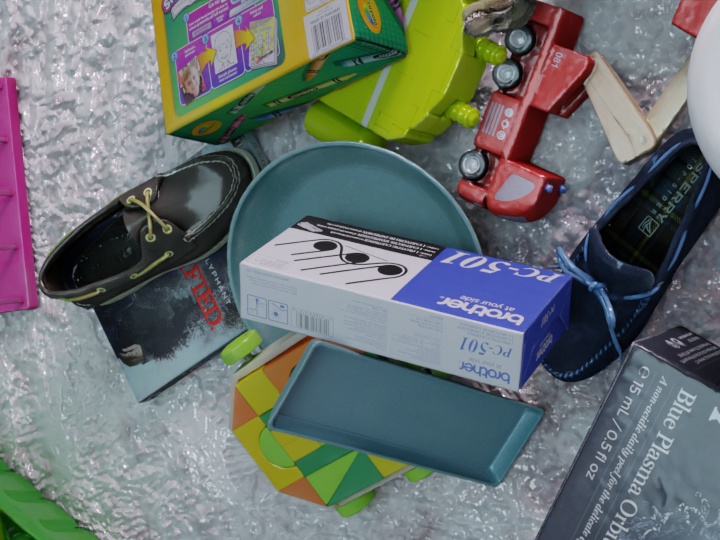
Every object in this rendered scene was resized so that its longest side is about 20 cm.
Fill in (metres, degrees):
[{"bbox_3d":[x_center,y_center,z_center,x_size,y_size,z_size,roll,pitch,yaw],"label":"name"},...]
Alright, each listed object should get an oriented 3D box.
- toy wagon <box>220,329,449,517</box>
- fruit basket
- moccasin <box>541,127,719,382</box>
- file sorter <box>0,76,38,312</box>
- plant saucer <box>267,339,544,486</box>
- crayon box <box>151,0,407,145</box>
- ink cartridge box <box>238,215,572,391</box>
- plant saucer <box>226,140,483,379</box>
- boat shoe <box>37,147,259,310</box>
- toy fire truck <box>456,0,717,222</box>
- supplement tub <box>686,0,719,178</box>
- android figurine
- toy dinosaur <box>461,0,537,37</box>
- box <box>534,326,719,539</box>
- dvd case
[{"bbox_3d":[-0.005,0.089,0.969,0.200,0.040,0.155,-32,99,31],"label":"toy wagon"},{"bbox_3d":[-0.329,0.228,1.090,0.215,0.215,0.156,32,106,23],"label":"fruit basket"},{"bbox_3d":[0.170,-0.014,0.893,0.080,0.068,0.201,35,109,22],"label":"moccasin"},{"bbox_3d":[-0.375,-0.058,1.145,0.138,0.125,0.201,-7,89,27],"label":"file sorter"},{"bbox_3d":[0.033,0.096,0.915,0.070,0.199,0.019,-60,33,17],"label":"plant saucer"},{"bbox_3d":[-0.064,-0.180,0.974,0.199,0.058,0.119,-19,73,40],"label":"crayon box"},{"bbox_3d":[0.029,0.017,0.888,0.199,0.094,0.044,14,118,24],"label":"ink cartridge box"},{"bbox_3d":[0.000,0.000,0.978,0.199,0.036,0.201,7,111,19],"label":"plant saucer"},{"bbox_3d":[-0.165,-0.030,1.048,0.201,0.060,0.072,-33,77,24],"label":"boat shoe"},{"bbox_3d":[0.159,-0.116,0.906,0.141,0.049,0.201,25,103,25],"label":"toy fire truck"},{"bbox_3d":[0.275,-0.098,0.761,0.144,0.200,0.146,1,92,28],"label":"supplement tub"},{"bbox_3d":[0.020,-0.165,0.962,0.200,0.041,0.183,32,106,38],"label":"android figurine"},{"bbox_3d":[0.126,-0.240,0.862,0.200,0.047,0.088,-46,72,29],"label":"toy dinosaur"},{"bbox_3d":[0.227,0.169,0.844,0.199,0.117,0.197,29,105,22],"label":"box"},{"bbox_3d":[-0.134,-0.004,1.080,0.200,0.022,0.147,-33,77,23],"label":"dvd case"}]
